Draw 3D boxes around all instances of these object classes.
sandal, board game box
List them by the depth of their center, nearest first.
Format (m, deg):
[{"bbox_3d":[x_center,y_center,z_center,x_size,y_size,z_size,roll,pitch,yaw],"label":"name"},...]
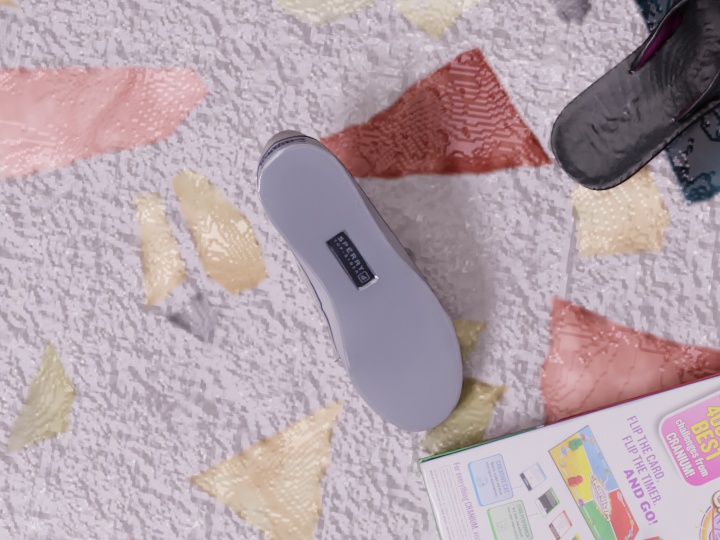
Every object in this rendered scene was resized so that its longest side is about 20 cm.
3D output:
[{"bbox_3d":[0.196,-0.126,0.919,0.075,0.048,0.201,45,97,11],"label":"sandal"},{"bbox_3d":[0.150,0.157,0.919,0.199,0.040,0.154,-17,84,11],"label":"board game box"}]

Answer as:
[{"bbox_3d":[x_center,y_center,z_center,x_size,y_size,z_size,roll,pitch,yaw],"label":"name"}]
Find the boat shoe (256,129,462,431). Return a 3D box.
[{"bbox_3d":[-0.005,0.002,0.947,0.074,0.086,0.203,-32,110,4],"label":"boat shoe"}]
